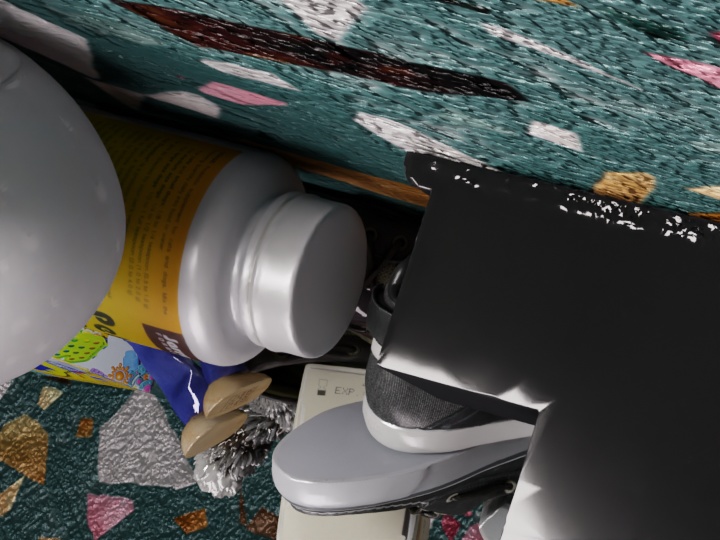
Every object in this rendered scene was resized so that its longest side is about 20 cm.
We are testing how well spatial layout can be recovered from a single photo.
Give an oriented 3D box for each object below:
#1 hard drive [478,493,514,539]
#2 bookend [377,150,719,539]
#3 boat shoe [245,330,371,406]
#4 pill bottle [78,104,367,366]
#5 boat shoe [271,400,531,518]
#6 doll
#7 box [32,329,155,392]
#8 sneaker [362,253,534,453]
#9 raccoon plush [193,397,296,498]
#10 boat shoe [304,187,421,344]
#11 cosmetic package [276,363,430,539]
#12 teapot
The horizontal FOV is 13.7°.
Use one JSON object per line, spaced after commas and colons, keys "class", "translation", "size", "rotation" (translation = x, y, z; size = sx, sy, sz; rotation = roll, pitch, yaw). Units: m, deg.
{"class": "hard drive", "translation": [0.120, 0.152, 1.623], "size": [0.132, 0.026, 0.200], "rotation": [47, -169, -5]}
{"class": "bookend", "translation": [0.095, 0.071, 1.317], "size": [0.198, 0.200, 0.092], "rotation": [14, 172, 27]}
{"class": "boat shoe", "translation": [0.022, 0.060, 1.659], "size": [0.200, 0.066, 0.072], "rotation": [12, 141, -13]}
{"class": "pill bottle", "translation": [-0.101, -0.017, 1.500], "size": [0.200, 0.110, 0.109], "rotation": [15, 173, 26]}
{"class": "boat shoe", "translation": [0.046, 0.095, 1.506], "size": [0.200, 0.057, 0.069], "rotation": [-14, -147, -28]}
{"class": "doll", "translation": [-0.124, -0.003, 1.611], "size": [0.200, 0.048, 0.137], "rotation": [52, 142, 16]}
{"class": "box", "translation": [-0.220, -0.020, 1.754], "size": [0.192, 0.122, 0.200], "rotation": [21, 173, -22]}
{"class": "sneaker", "translation": [0.100, 0.021, 1.465], "size": [0.200, 0.112, 0.073], "rotation": [-12, -143, -20]}
{"class": "raccoon plush", "translation": [-0.061, 0.054, 1.737], "size": [0.134, 0.200, 0.097], "rotation": [22, -162, -43]}
{"class": "boat shoe", "translation": [0.000, 0.000, 1.554], "size": [0.200, 0.072, 0.065], "rotation": [21, -179, 29]}
{"class": "cosmetic package", "translation": [0.000, 0.133, 1.626], "size": [0.071, 0.105, 0.200], "rotation": [7, 160, 4]}
{"class": "teapot", "translation": [-0.214, -0.015, 1.388], "size": [0.197, 0.146, 0.200], "rotation": [0, 126, 36]}
